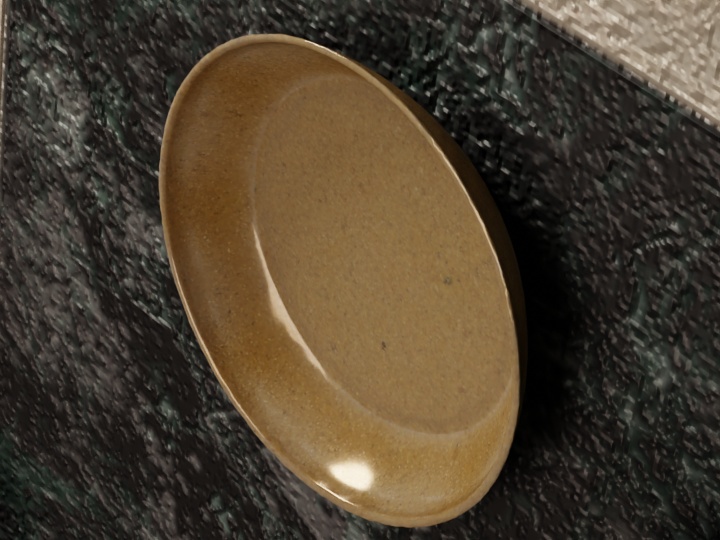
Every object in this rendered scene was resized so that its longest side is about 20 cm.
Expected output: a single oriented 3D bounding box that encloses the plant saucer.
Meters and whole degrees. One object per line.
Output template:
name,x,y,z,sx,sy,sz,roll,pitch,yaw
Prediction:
plant saucer,0.000,0.000,1.073,0.200,0.035,0.200,29,131,39
